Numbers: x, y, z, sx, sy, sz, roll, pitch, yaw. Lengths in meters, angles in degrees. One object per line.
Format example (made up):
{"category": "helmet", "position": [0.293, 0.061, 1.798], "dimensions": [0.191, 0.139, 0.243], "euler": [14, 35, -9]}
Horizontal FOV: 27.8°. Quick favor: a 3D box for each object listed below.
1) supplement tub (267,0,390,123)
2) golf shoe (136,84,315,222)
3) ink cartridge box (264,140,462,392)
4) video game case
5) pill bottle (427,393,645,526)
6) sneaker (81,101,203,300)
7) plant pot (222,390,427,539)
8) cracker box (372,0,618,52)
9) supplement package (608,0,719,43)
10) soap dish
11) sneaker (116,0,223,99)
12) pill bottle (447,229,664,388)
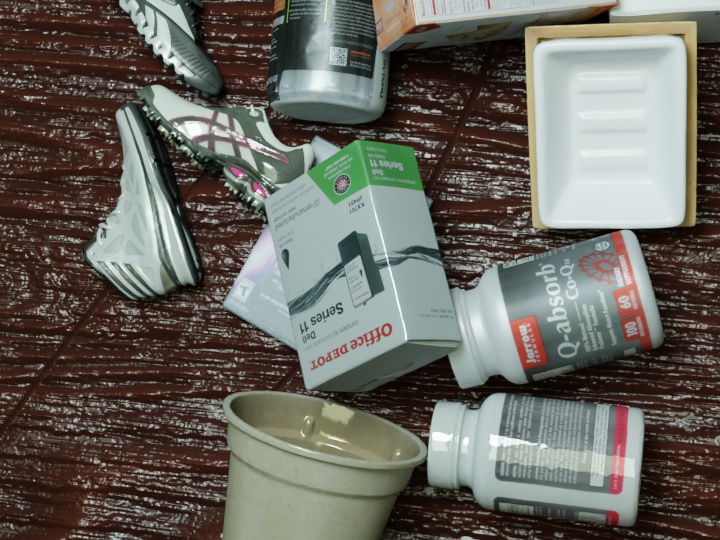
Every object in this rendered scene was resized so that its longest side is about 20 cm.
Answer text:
{"category": "supplement tub", "position": [-0.027, -0.255, 1.450], "dimensions": [0.121, 0.122, 0.203], "euler": [4, 86, 11]}
{"category": "golf shoe", "position": [-0.137, -0.137, 1.485], "dimensions": [0.199, 0.077, 0.088], "euler": [38, 86, 10]}
{"category": "ink cartridge box", "position": [0.000, 0.000, 1.378], "dimensions": [0.146, 0.083, 0.202], "euler": [-29, 68, 39]}
{"category": "video game case", "position": [-0.033, -0.017, 1.481], "dimensions": [0.142, 0.019, 0.201], "euler": [29, 91, 12]}
{"category": "pill bottle", "position": [0.166, 0.175, 1.377], "dimensions": [0.197, 0.111, 0.112], "euler": [5, 85, 11]}
{"category": "sneaker", "position": [-0.245, -0.066, 1.495], "dimensions": [0.114, 0.076, 0.203], "euler": [-19, 84, 6]}
{"category": "plant pot", "position": [-0.053, 0.234, 1.386], "dimensions": [0.198, 0.200, 0.186], "euler": [15, 99, 11]}
{"category": "cracker box", "position": [0.123, -0.251, 1.362], "dimensions": [0.198, 0.134, 0.058], "euler": [-8, 90, -13]}
{"category": "supplement package", "position": [0.296, -0.330, 1.399], "dimensions": [0.118, 0.121, 0.203], "euler": [-1, 84, 10]}
{"category": "soap dish", "position": [0.238, -0.140, 1.376], "dimensions": [0.155, 0.081, 0.202], "euler": [0, 115, 11]}
{"category": "sneaker", "position": [-0.194, -0.271, 1.511], "dimensions": [0.090, 0.066, 0.201], "euler": [-41, 77, 7]}
{"category": "pill bottle", "position": [0.179, 0.042, 1.386], "dimensions": [0.198, 0.116, 0.117], "euler": [-16, 82, 9]}
